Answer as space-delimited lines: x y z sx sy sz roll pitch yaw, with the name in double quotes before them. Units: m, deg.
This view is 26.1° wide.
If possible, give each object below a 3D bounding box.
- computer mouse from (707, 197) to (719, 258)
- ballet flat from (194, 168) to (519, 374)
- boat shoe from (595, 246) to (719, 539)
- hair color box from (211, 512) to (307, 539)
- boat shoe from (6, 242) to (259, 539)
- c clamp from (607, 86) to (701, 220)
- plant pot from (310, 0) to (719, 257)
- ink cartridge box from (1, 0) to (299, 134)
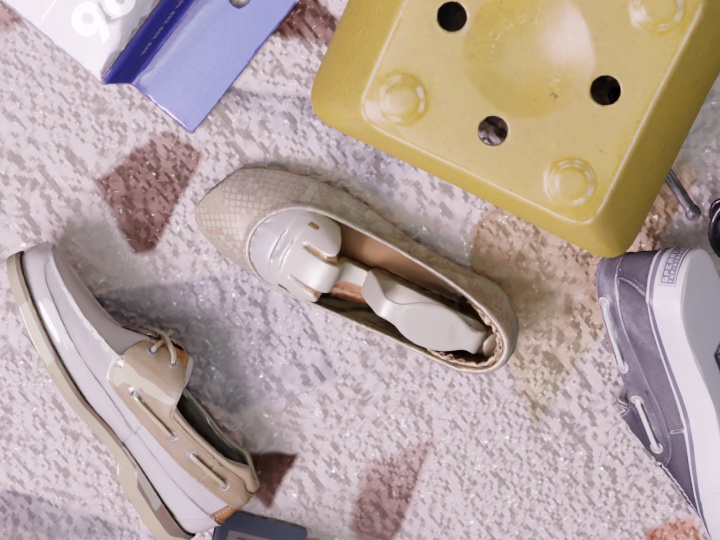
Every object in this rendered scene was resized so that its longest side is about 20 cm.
"computer mouse" 0.285 -0.046 0.843 0.199 0.046 0.140 -38 111 22
"ballet flat" 0.000 0.000 0.863 0.198 0.062 0.068 22 108 -5
"boat shoe" 0.180 0.075 0.882 0.067 0.072 0.201 2 129 37
"hair color box" -0.085 0.259 0.936 0.060 0.099 0.202 13 109 -3
"boat shoe" -0.128 0.063 0.890 0.068 0.075 0.201 -27 113 5
"c clamp" 0.199 -0.154 0.824 0.200 0.027 0.171 -40 98 16
"plant pot" 0.084 -0.118 0.734 0.193 0.200 0.197 25 111 1
"ink cartridge box" -0.110 -0.203 0.809 0.199 0.047 0.198 39 105 -8
